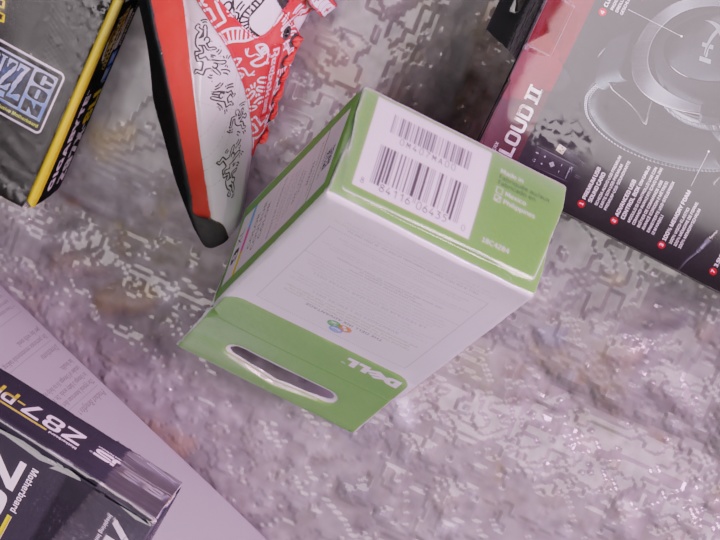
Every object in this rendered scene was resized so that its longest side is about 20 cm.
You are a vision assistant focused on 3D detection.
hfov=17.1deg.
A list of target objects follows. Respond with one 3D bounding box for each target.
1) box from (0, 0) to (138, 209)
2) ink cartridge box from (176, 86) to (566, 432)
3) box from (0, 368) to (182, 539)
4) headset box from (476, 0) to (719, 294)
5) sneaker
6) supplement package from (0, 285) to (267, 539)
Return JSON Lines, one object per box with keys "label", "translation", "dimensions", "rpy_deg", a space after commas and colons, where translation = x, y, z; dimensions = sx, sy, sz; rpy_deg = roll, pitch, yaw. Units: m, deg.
{"label": "box", "translation": [-0.207, -0.147, 1.152], "dimensions": [0.199, 0.049, 0.160], "rpy_deg": [29, 111, 4]}
{"label": "ink cartridge box", "translation": [0.000, 0.000, 1.100], "dimensions": [0.103, 0.060, 0.200], "rpy_deg": [26, 151, -13]}
{"label": "box", "translation": [-0.197, 0.140, 1.103], "dimensions": [0.161, 0.049, 0.201], "rpy_deg": [32, 111, 1]}
{"label": "headset box", "translation": [0.153, -0.083, 1.066], "dimensions": [0.199, 0.077, 0.150], "rpy_deg": [27, 109, 6]}
{"label": "sneaker", "translation": [-0.044, -0.107, 1.111], "dimensions": [0.107, 0.067, 0.203], "rpy_deg": [-15, 123, -10]}
{"label": "supplement package", "translation": [-0.163, 0.124, 1.179], "dimensions": [0.200, 0.117, 0.117], "rpy_deg": [44, 110, 0]}
